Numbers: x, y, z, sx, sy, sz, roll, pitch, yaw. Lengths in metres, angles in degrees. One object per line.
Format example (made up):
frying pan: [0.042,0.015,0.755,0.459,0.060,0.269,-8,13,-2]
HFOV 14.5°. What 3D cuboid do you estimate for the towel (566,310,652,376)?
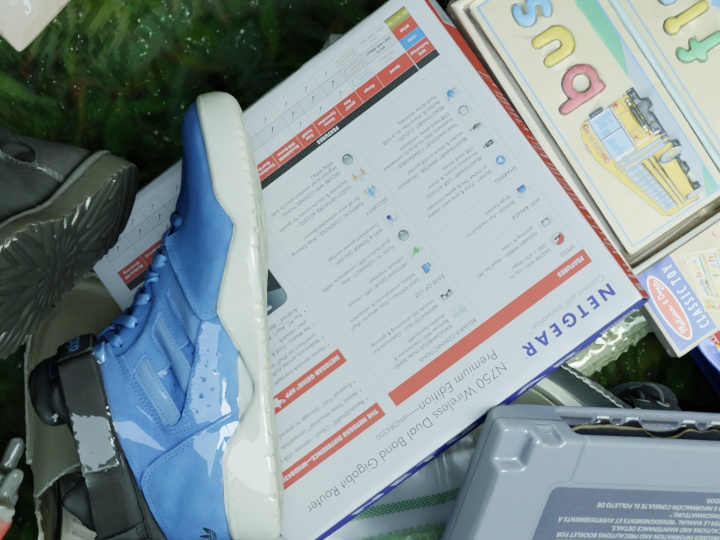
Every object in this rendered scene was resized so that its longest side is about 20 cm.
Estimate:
towel: [0.133,-0.043,1.411,0.200,0.036,0.149,-33,101,-3]

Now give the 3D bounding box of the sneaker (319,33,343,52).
sneaker: [0.014,-0.015,1.371,0.082,0.074,0.200,-2,89,-12]

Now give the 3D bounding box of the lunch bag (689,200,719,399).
lunch bag: [0.230,0.005,1.394,0.150,0.094,0.200,-38,108,-2]

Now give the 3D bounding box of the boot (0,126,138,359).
boot: [-0.220,-0.037,1.253,0.200,0.182,0.073,23,116,12]

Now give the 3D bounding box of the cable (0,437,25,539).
cable: [-0.210,0.172,1.358,0.050,0.097,0.200,18,98,-21]

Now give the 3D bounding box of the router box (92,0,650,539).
router box: [0.000,0.000,1.302,0.200,0.049,0.180,-36,83,7]

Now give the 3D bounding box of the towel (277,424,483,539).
towel: [0.006,0.122,1.374,0.149,0.031,0.200,-12,76,-13]

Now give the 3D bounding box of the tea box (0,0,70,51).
tea box: [-0.135,-0.217,1.260,0.134,0.197,0.200,43,89,-13]

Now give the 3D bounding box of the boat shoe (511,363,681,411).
boat shoe: [0.139,0.089,1.403,0.199,0.074,0.066,39,61,-23]

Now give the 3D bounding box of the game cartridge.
game cartridge: [0.125,0.128,1.324,0.200,0.041,0.133,5,113,-30]

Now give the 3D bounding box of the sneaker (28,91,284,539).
sneaker: [-0.095,0.024,1.254,0.111,0.077,0.200,-3,95,2]

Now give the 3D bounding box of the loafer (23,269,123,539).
loafer: [-0.121,0.088,1.345,0.076,0.068,0.200,-6,75,-4]

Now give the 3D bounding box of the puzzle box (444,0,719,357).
puzzle box: [0.147,-0.077,1.335,0.133,0.025,0.200,-34,92,-3]
